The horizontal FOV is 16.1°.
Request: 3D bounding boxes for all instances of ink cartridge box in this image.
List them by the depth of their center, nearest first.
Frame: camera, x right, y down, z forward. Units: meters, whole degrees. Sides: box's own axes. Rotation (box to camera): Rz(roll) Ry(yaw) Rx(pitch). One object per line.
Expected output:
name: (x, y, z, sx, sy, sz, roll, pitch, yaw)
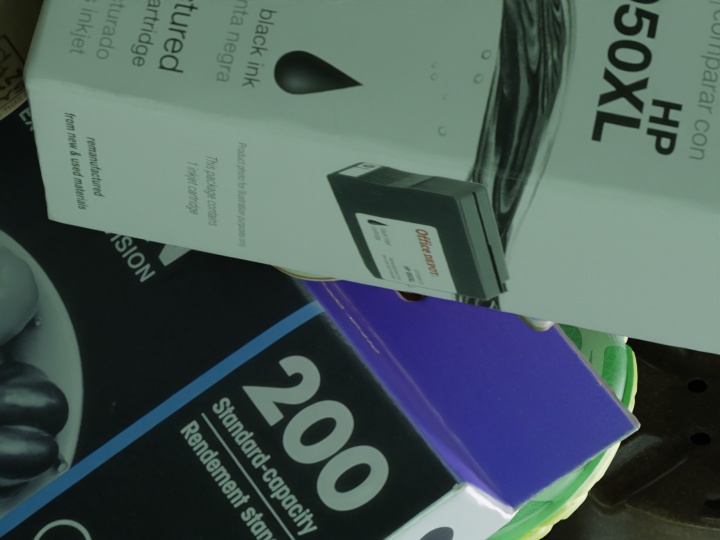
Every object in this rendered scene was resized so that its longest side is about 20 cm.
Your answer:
ink cartridge box: (0.030, -0.073, 0.653, 0.200, 0.145, 0.084, 11, 157, 3)
ink cartridge box: (-0.057, 0.025, 0.733, 0.200, 0.198, 0.043, -35, 152, -7)

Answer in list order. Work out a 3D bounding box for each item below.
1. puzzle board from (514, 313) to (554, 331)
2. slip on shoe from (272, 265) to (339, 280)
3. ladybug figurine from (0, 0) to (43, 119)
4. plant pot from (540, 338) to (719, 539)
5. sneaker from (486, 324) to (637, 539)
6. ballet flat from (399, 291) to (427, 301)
puzzle board: (0.064, -0.097, 0.721, 0.200, 0.151, 0.017, -42, 162, -18)
slip on shoe: (0.026, -0.069, 0.757, 0.061, 0.074, 0.200, 87, 26, -52)
ladybug figurine: (-0.140, -0.106, 0.640, 0.136, 0.072, 0.200, -37, 141, -5)
plant pot: (0.147, 0.125, 1.008, 0.200, 0.200, 0.198, -22, 131, -21)
sneaker: (-0.005, 0.054, 0.780, 0.200, 0.074, 0.084, -20, 141, -11)
ballet flat: (0.000, 0.000, 0.840, 0.073, 0.073, 0.200, 13, 114, -45)
